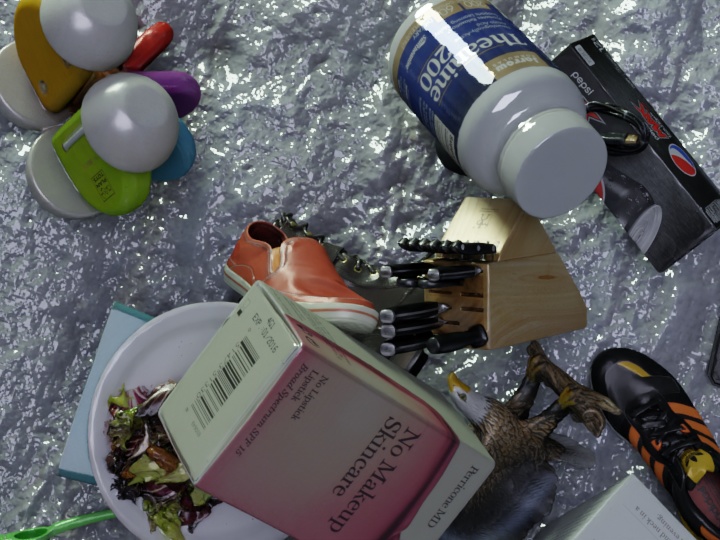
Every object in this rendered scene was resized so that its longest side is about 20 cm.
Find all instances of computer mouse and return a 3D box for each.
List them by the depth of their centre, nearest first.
[{"bbox_3d":[0.147,-0.110,1.378,0.199,0.034,0.059,-4,90,33],"label":"computer mouse"}]

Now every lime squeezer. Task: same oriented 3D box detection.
[{"bbox_3d":[-0.279,0.248,1.375,0.200,0.038,0.071,-44,86,-6],"label":"lime squeezer"}]

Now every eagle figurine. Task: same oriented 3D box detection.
[{"bbox_3d":[0.096,0.147,1.334,0.200,0.152,0.151,-42,84,-6],"label":"eagle figurine"}]

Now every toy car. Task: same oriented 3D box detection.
[{"bbox_3d":[-0.207,-0.148,1.381,0.150,0.175,0.201,-18,81,-40],"label":"toy car"}]

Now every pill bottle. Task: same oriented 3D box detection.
[{"bbox_3d":[0.111,-0.131,1.312,0.111,0.111,0.200,-32,45,-4],"label":"pill bottle"}]

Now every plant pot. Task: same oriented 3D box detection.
[{"bbox_3d":[-0.130,0.128,1.344,0.199,0.141,0.142,19,83,-6],"label":"plant pot"}]

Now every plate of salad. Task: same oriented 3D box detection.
[{"bbox_3d":[-0.108,0.124,1.259,0.199,0.048,0.201,0,89,-17],"label":"plate of salad"}]

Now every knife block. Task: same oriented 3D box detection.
[{"bbox_3d":[0.093,0.036,1.309,0.064,0.200,0.176,5,53,38],"label":"knife block"}]

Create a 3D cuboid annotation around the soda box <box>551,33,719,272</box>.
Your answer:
[{"bbox_3d":[0.226,-0.101,1.399,0.071,0.063,0.200,-41,83,31],"label":"soda box"}]

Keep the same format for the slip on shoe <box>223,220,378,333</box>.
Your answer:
[{"bbox_3d":[-0.048,0.005,1.293,0.074,0.200,0.062,13,98,-31],"label":"slip on shoe"}]

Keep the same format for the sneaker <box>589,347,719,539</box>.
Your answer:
[{"bbox_3d":[0.267,0.146,1.367,0.070,0.090,0.201,-33,85,-5],"label":"sneaker"}]

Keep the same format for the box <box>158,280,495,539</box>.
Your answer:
[{"bbox_3d":[-0.024,0.121,1.188,0.200,0.109,0.128,33,99,-31],"label":"box"}]

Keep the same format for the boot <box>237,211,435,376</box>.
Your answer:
[{"bbox_3d":[0.000,0.000,1.397,0.174,0.069,0.200,31,76,11],"label":"boot"}]

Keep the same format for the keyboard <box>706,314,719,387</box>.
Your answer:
[{"bbox_3d":[0.382,0.017,1.421,0.126,0.021,0.201,15,84,7],"label":"keyboard"}]

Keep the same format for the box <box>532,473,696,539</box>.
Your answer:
[{"bbox_3d":[0.207,0.292,1.282,0.199,0.200,0.131,46,66,5],"label":"box"}]
